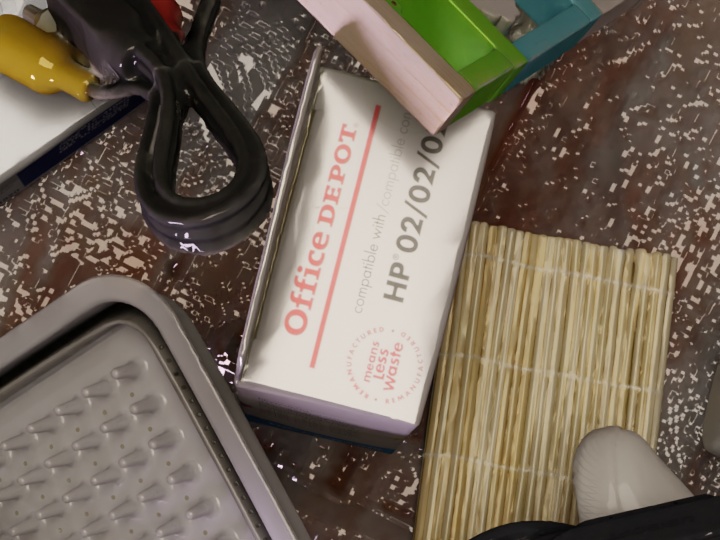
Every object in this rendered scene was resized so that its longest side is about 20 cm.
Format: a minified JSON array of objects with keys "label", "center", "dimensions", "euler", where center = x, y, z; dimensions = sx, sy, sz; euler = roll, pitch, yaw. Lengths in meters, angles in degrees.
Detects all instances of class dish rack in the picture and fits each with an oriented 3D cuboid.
[{"label":"dish rack","center":[-0.106,0.110,0.784],"dimensions":[0.200,0.044,0.172],"euler":[-33,82,26]}]

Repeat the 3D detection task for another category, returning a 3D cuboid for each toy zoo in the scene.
[{"label":"toy zoo","center":[0.035,-0.130,0.752],"dimensions":[0.131,0.020,0.200],"euler":[46,38,7]}]

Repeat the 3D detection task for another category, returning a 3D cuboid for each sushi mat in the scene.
[{"label":"sushi mat","center":[0.072,0.084,0.843],"dimensions":[0.095,0.012,0.201],"euler":[8,81,-1]}]

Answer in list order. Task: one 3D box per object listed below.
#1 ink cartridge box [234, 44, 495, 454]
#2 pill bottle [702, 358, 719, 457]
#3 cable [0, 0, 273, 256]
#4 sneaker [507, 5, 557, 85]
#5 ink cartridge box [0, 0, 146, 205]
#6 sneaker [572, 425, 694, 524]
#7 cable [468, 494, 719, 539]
[{"label":"ink cartridge box","center":[0.000,0.000,0.758],"dimensions":[0.068,0.200,0.116],"euler":[14,82,0]},{"label":"pill bottle","center":[0.240,0.064,0.802],"dimensions":[0.199,0.112,0.113],"euler":[19,82,1]},{"label":"cable","center":[-0.070,-0.066,0.757],"dimensions":[0.097,0.050,0.200],"euler":[-23,46,-20]},{"label":"sneaker","center":[0.001,-0.149,0.843],"dimensions":[0.200,0.100,0.070],"euler":[28,99,-27]},{"label":"ink cartridge box","center":[-0.210,-0.105,0.848],"dimensions":[0.199,0.041,0.200],"euler":[-37,84,-7]},{"label":"sneaker","center":[0.155,0.138,0.791],"dimensions":[0.088,0.075,0.200],"euler":[-26,98,23]},{"label":"cable","center":[0.090,0.168,0.750],"dimensions":[0.199,0.051,0.164],"euler":[-15,104,2]}]
